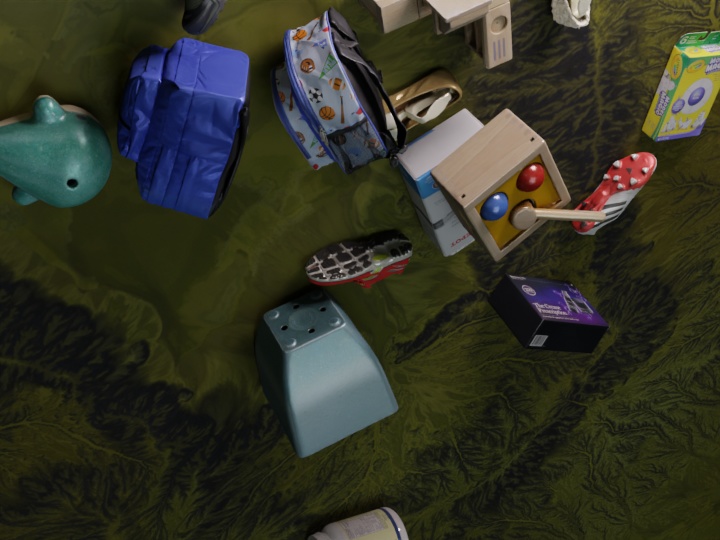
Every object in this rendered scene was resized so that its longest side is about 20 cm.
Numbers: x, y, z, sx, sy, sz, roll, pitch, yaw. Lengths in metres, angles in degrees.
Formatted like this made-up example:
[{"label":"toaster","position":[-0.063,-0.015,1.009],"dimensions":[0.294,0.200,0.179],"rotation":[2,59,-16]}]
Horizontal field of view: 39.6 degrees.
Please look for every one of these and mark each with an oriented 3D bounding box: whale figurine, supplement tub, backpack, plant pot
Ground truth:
[{"label":"whale figurine","position":[-0.411,-0.142,1.264],"dimensions":[0.198,0.104,0.160],"rotation":[4,126,-36]},{"label":"supplement tub","position":[-0.005,0.619,2.215],"dimensions":[0.198,0.145,0.146],"rotation":[-11,134,-25]},{"label":"backpack","position":[-0.232,-0.184,1.311],"dimensions":[0.166,0.163,0.201],"rotation":[13,125,-7]},{"label":"backpack","position":[-0.040,-0.248,1.368],"dimensions":[0.153,0.201,0.191],"rotation":[-21,136,4]},{"label":"plant pot","position":[-0.073,0.153,1.709],"dimensions":[0.194,0.197,0.201],"rotation":[-24,130,-12]}]

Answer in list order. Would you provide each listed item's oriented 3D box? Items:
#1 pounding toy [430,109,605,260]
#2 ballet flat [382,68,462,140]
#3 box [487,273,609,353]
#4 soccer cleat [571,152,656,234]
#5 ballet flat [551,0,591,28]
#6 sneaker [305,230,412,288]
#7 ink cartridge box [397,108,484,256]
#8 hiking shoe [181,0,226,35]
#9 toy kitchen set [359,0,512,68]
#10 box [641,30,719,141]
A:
[{"label":"pounding toy","position":[0.249,-0.117,1.563],"dimensions":[0.184,0.142,0.200],"rotation":[-39,139,1]},{"label":"ballet flat","position":[0.066,-0.238,1.525],"dimensions":[0.199,0.063,0.069],"rotation":[-34,139,-1]},{"label":"box","position":[0.371,0.086,1.973],"dimensions":[0.198,0.141,0.079],"rotation":[7,122,-38]},{"label":"soccer cleat","position":[0.483,-0.143,1.897],"dimensions":[0.200,0.069,0.085],"rotation":[-47,146,18]},{"label":"ballet flat","position":[0.323,-0.450,1.498],"dimensions":[0.071,0.072,0.201],"rotation":[-26,137,-10]},{"label":"sneaker","position":[0.000,0.000,1.697],"dimensions":[0.198,0.077,0.085],"rotation":[-13,140,-23]},{"label":"ink cartridge box","position":[0.157,-0.142,1.659],"dimensions":[0.144,0.084,0.201],"rotation":[-33,138,-5]},{"label":"hiking shoe","position":[-0.207,-0.387,1.208],"dimensions":[0.100,0.076,0.202],"rotation":[3,118,-25]},{"label":"toy kitchen set","position":[0.127,-0.332,1.402],"dimensions":[0.198,0.164,0.181],"rotation":[-25,138,-11]},{"label":"box","position":[0.595,-0.334,1.803],"dimensions":[0.116,0.048,0.202],"rotation":[-11,132,-26]}]
